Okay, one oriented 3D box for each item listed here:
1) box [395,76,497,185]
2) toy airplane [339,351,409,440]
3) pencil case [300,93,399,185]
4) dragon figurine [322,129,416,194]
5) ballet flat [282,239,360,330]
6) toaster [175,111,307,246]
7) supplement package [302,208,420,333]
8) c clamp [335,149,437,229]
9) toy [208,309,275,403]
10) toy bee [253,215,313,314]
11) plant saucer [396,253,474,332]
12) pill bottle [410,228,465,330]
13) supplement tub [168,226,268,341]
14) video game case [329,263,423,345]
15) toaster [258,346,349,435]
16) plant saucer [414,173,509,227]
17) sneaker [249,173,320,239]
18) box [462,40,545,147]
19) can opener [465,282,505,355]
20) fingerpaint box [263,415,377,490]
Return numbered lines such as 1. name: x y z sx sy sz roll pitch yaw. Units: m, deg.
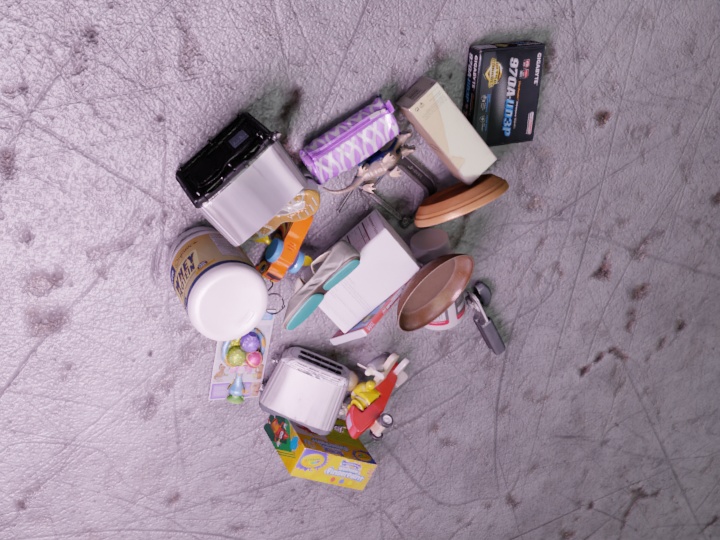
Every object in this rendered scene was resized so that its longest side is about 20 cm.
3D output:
1. box: 0.165 -0.268 1.606 0.078 0.095 0.200 -42 112 2
2. toy airplane: 0.022 0.250 1.805 0.140 0.199 0.202 28 93 -1
3. pencil case: -0.018 -0.240 1.550 0.199 0.086 0.084 -36 87 -8
4. dragon figurine: 0.024 -0.197 1.600 0.199 0.100 0.059 -31 110 9
5. ballet flat: -0.083 0.024 1.552 0.200 0.064 0.067 -45 159 8
6. toaster: -0.202 -0.159 1.423 0.181 0.200 0.119 -43 123 -3
7. supplement package: 0.000 0.000 1.640 0.199 0.118 0.117 -39 114 8
8. c clamp: 0.062 -0.152 1.686 0.199 0.027 0.172 28 94 -35
9. toy: -0.233 0.179 1.680 0.114 0.047 0.202 1 115 -31
10. toy bee: -0.165 -0.025 1.590 0.131 0.108 0.200 50 65 -22
11. plant saucer: 0.140 0.036 1.647 0.199 0.037 0.201 -32 150 -21
12. pill bottle: 0.159 0.017 1.772 0.110 0.111 0.202 -23 125 -16
13. supplement tub: -0.258 0.017 1.483 0.143 0.200 0.146 -13 121 -22
14. video game case: 0.033 0.068 1.676 0.017 0.143 0.200 48 60 -10
15. toaster: -0.104 0.247 1.718 0.198 0.114 0.131 23 101 0
16. plant saucer: 0.194 -0.143 1.646 0.198 0.200 0.038 -27 102 -14
17. sneaker: -0.168 -0.120 1.545 0.197 0.088 0.076 -15 129 6
18. box: 0.285 -0.354 1.684 0.157 0.046 0.202 -10 120 -23
19. can opener: 0.299 0.110 1.937 0.067 0.053 0.201 -37 128 -6
20. fingerpaint box: -0.088 0.379 1.794 0.199 0.167 0.074 22 104 -36
